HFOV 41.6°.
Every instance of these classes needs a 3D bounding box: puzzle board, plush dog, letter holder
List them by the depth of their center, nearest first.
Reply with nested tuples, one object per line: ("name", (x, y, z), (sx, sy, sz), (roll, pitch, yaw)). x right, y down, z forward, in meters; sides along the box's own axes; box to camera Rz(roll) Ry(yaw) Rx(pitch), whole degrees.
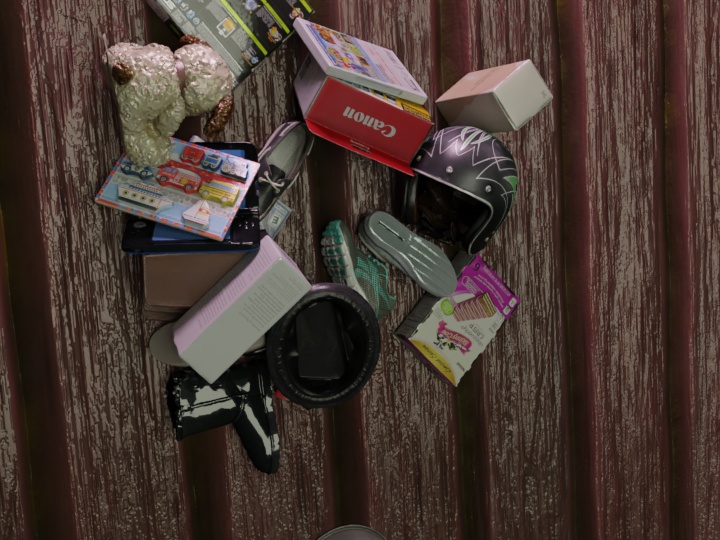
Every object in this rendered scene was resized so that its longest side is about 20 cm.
("plush dog", (-0.269, -0.269, 1.355), (0.170, 0.161, 0.202), (-14, 75, -18))
("puzzle board", (-0.266, -0.131, 1.386), (0.198, 0.017, 0.151), (17, 55, 7))
("letter holder", (-0.231, 0.023, 1.438), (0.198, 0.101, 0.143), (-4, 108, -16))

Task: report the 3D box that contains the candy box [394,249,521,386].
("candy box", (0.173, 0.083, 1.672), (0.136, 0.061, 0.200), (44, 77, -21))

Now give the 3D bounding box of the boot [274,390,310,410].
("boot", (-0.106, 0.128, 1.547), (0.144, 0.072, 0.201), (-40, 113, -15))

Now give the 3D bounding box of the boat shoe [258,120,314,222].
("boat shoe", (-0.135, -0.154, 1.491), (0.074, 0.060, 0.201), (41, 66, -22))

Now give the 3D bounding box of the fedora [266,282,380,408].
("fedora", (-0.064, 0.108, 1.475), (0.199, 0.092, 0.203), (-4, 107, -13))

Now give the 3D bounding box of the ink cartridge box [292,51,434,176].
("ink cartridge box", (0.007, -0.254, 1.495), (0.199, 0.176, 0.084), (19, 119, -25))

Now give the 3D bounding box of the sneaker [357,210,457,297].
("sneaker", (0.080, -0.028, 1.608), (0.200, 0.071, 0.073), (42, 69, -12))

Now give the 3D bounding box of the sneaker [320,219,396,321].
("sneaker", (0.000, 0.000, 1.587), (0.091, 0.077, 0.201), (-31, 114, -28))

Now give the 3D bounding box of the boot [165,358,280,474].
("boot", (-0.218, 0.237, 1.502), (0.161, 0.073, 0.200), (-7, 91, -26))

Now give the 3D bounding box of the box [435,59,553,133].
("box", (0.219, -0.284, 1.582), (0.095, 0.200, 0.078), (-41, 108, -16))

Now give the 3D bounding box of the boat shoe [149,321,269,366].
("boat shoe", (-0.224, 0.116, 1.490), (0.198, 0.093, 0.075), (-7, 72, 6))

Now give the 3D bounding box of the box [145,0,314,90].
("box", (-0.202, -0.414, 1.464), (0.193, 0.047, 0.200), (-48, 111, -16))

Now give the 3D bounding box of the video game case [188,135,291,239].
("video game case", (-0.234, -0.079, 1.493), (0.200, 0.023, 0.183), (37, 80, -23))

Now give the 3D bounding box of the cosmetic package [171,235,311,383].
("cosmetic package", (-0.173, 0.054, 1.359), (0.200, 0.101, 0.071), (-43, 116, 2))

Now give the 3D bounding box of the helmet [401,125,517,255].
("helmet", (0.167, -0.143, 1.561), (0.198, 0.200, 0.192), (-4, 127, -24))

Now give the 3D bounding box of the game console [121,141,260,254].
("game console", (-0.248, -0.109, 1.394), (0.198, 0.171, 0.119), (-2, 114, -6))

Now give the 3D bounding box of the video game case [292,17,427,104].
("video game case", (0.001, -0.330, 1.498), (0.199, 0.144, 0.018), (9, 127, -39))

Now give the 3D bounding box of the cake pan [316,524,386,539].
("cake pan", (-0.018, 0.545, 1.641), (0.199, 0.037, 0.202), (-2, 96, -24))
